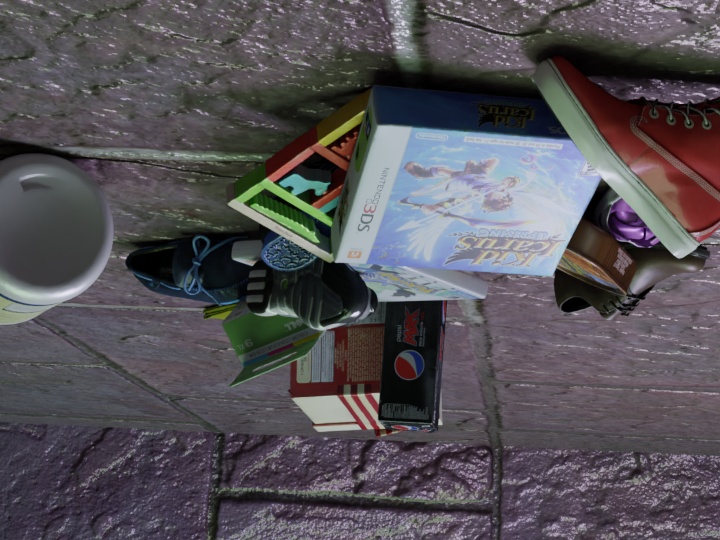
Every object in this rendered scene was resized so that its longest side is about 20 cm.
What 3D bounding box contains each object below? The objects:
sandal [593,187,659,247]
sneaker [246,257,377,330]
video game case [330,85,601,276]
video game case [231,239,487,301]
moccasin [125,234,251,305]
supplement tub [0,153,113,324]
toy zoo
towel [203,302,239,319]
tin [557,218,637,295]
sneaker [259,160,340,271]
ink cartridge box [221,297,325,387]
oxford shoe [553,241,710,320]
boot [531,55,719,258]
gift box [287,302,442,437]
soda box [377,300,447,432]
[{"bbox_3d":[0.264,-0.047,1.389,0.082,0.050,0.203,2,167,8],"label":"sandal"},{"bbox_3d":[-0.019,0.022,1.416,0.115,0.075,0.200,11,179,-32],"label":"sneaker"},{"bbox_3d":[0.089,-0.068,1.201,0.199,0.046,0.182,3,144,-11],"label":"video game case"},{"bbox_3d":[0.000,0.000,1.496,0.182,0.022,0.200,-3,165,43],"label":"video game case"},{"bbox_3d":[-0.190,0.002,1.658,0.199,0.081,0.068,-9,158,39],"label":"moccasin"},{"bbox_3d":[-0.340,-0.025,1.437,0.145,0.146,0.200,11,165,-27],"label":"supplement tub"},{"bbox_3d":[0.002,-0.083,1.228,0.200,0.021,0.131,-32,137,31],"label":"toy zoo"},{"bbox_3d":[-0.126,0.056,1.994,0.086,0.018,0.200,16,162,-38],"label":"towel"},{"bbox_3d":[0.209,-0.025,1.447,0.112,0.042,0.200,21,176,26],"label":"tin"},{"bbox_3d":[-0.010,-0.075,1.326,0.199,0.078,0.070,-25,136,20],"label":"sneaker"},{"bbox_3d":[-0.085,0.050,1.611,0.104,0.059,0.200,-22,-168,21],"label":"ink cartridge box"},{"bbox_3d":[0.290,0.012,1.560,0.072,0.085,0.200,16,161,-35],"label":"oxford shoe"},{"bbox_3d":[0.233,-0.119,1.088,0.144,0.072,0.200,-41,116,16],"label":"boot"},{"bbox_3d":[-0.003,0.094,1.789,0.199,0.185,0.187,0,160,13],"label":"gift box"},{"bbox_3d":[0.061,0.077,1.639,0.063,0.201,0.071,3,167,9],"label":"soda box"}]
